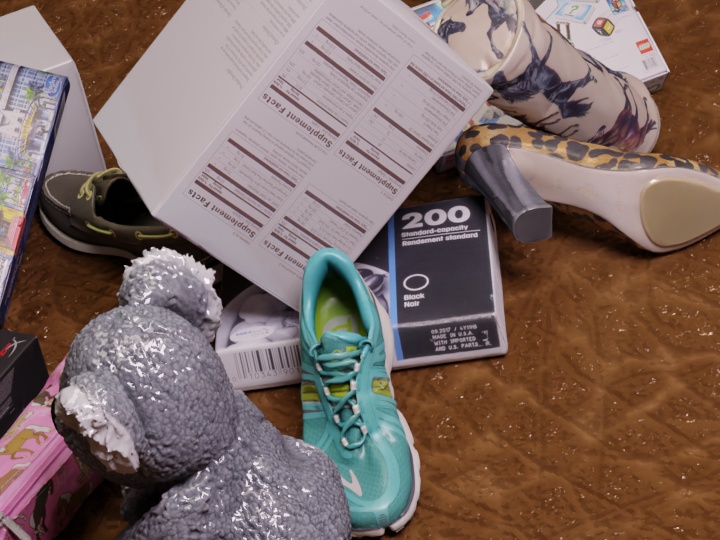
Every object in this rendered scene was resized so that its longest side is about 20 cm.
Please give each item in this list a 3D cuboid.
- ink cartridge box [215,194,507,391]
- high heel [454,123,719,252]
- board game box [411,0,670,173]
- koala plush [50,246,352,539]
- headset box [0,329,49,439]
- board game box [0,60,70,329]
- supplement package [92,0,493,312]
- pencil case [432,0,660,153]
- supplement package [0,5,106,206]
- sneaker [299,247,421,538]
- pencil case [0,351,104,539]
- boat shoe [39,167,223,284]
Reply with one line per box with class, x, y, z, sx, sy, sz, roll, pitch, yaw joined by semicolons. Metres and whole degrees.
ink cartridge box;0.000;0.000;1.535;0.196;0.044;0.201;-9;33;5
high heel;0.171;-0.074;1.544;0.198;0.072;0.143;-3;31;-20
board game box;0.125;-0.168;1.687;0.199;0.035;0.127;-20;71;-13
koala plush;-0.110;0.100;1.266;0.182;0.201;0.178;-2;34;26
headset box;-0.328;0.101;1.457;0.198;0.078;0.149;10;40;26
board game box;-0.334;-0.080;1.589;0.198;0.062;0.202;13;71;-3
supplement package;-0.048;-0.111;1.462;0.200;0.150;0.152;-50;35;9
pencil case;0.134;-0.140;1.564;0.078;0.199;0.090;-48;48;13
supplement package;-0.319;-0.108;1.716;0.199;0.118;0.117;-22;35;-13
sneaker;-0.011;0.077;1.373;0.077;0.080;0.201;-13;56;2
pencil case;-0.204;0.129;1.373;0.086;0.083;0.200;4;36;30
boat shoe;-0.176;-0.045;1.633;0.201;0.061;0.072;22;49;40
